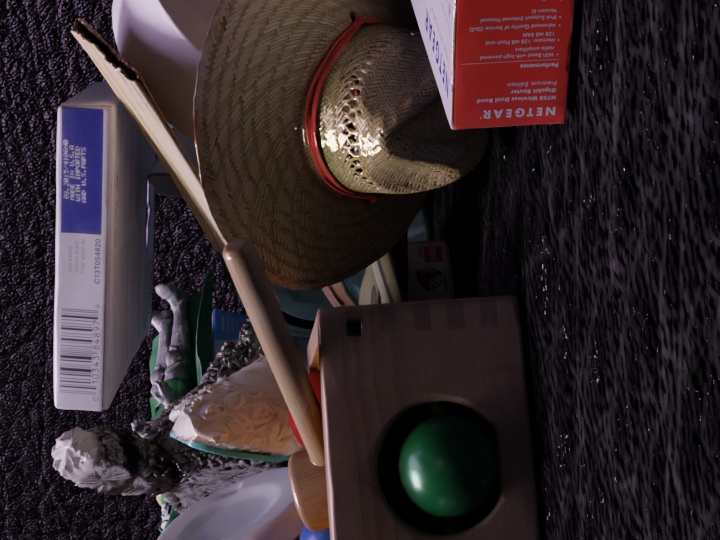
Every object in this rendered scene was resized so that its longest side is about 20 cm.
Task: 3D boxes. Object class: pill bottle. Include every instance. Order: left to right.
[{"bbox_3d":[-0.037,0.232,0.865,0.114,0.113,0.202,-114,-1,-78],"label":"pill bottle"}]

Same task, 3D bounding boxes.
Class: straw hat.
[{"bbox_3d":[0.018,-0.079,0.712,0.084,0.200,0.204,12,112,39],"label":"straw hat"}]

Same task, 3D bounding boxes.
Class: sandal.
[{"bbox_3d":[0.000,0.001,0.876,0.202,0.057,0.081,94,177,-63],"label":"sandal"}]

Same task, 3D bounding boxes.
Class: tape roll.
[{"bbox_3d":[-0.052,-0.163,0.903,0.071,0.200,0.204,130,142,-50],"label":"tape roll"}]

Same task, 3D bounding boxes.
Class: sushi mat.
[{"bbox_3d":[-0.111,-0.062,0.889,0.096,0.012,0.201,41,165,48],"label":"sushi mat"}]

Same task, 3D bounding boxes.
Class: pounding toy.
[{"bbox_3d":[0.009,0.088,0.728,0.200,0.140,0.186,110,156,-79],"label":"pounding toy"}]

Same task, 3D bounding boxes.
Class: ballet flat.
[{"bbox_3d":[-0.040,0.082,0.867,0.199,0.071,0.073,18,-117,-54],"label":"ballet flat"}]

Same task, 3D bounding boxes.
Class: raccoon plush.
[{"bbox_3d":[-0.117,0.086,0.991,0.199,0.096,0.135,27,-140,-45],"label":"raccoon plush"}]

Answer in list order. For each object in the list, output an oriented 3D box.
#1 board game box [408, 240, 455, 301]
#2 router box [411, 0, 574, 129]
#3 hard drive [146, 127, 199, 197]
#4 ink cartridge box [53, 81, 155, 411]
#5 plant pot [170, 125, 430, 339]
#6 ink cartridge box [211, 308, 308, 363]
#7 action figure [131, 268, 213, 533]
[{"bbox_3d":[0.046,0.099,0.928,0.127,0.034,0.202,94,172,-58],"label":"board game box"},{"bbox_3d":[0.049,-0.185,0.601,0.201,0.048,0.181,-100,8,-57],"label":"router box"},{"bbox_3d":[-0.054,-0.135,1.005,0.026,0.131,0.201,58,-134,-43],"label":"hard drive"},{"bbox_3d":[-0.175,-0.027,0.994,0.200,0.040,0.202,-89,2,-78],"label":"ink cartridge box"},{"bbox_3d":[-0.042,-0.064,1.078,0.197,0.198,0.202,-114,20,-55],"label":"plant pot"},{"bbox_3d":[-0.042,0.133,1.201,0.129,0.198,0.126,-104,29,-66],"label":"ink cartridge box"},{"bbox_3d":[-0.143,0.111,1.101,0.118,0.054,0.202,-51,38,48],"label":"action figure"}]
